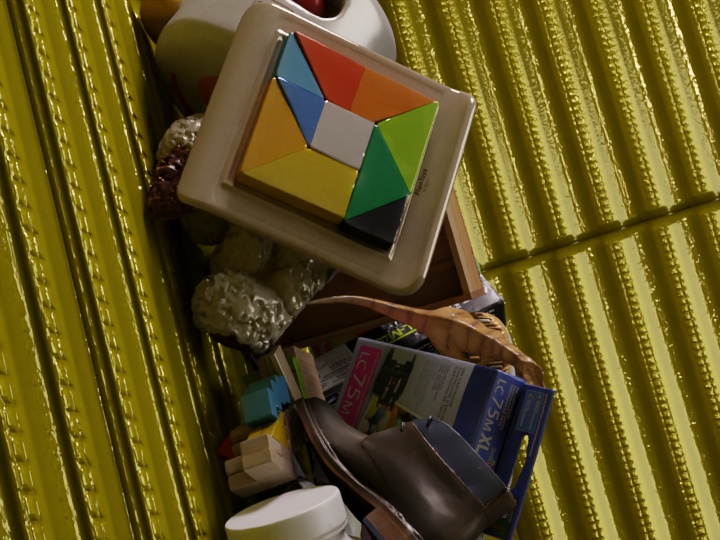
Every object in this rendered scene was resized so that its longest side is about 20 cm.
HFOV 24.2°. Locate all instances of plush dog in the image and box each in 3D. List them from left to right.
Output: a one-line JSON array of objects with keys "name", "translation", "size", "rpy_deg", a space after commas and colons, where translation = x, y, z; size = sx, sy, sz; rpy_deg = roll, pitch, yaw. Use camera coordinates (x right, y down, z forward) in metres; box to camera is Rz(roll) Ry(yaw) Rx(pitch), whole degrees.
[{"name": "plush dog", "translation": [-0.092, -0.052, 1.335], "size": [0.172, 0.160, 0.200], "rpy_deg": [45, 11, -8]}]

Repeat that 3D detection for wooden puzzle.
[{"name": "wooden puzzle", "translation": [-0.021, -0.098, 1.283], "size": [0.037, 0.198, 0.187], "rpy_deg": [127, -18, -64]}]

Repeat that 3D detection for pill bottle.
[{"name": "pill bottle", "translation": [-0.025, 0.260, 1.177], "size": [0.113, 0.112, 0.202], "rpy_deg": [-48, 122, -81]}]

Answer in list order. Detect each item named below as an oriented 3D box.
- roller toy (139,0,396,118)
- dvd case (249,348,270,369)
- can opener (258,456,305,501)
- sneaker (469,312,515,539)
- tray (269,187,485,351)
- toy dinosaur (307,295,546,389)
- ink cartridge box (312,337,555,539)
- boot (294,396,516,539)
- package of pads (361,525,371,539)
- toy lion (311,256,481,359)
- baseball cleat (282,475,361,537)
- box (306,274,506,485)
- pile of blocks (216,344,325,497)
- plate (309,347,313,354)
[{"name": "roller toy", "translation": [-0.076, -0.177, 1.417], "size": [0.200, 0.181, 0.140], "rpy_deg": [50, 59, -32]}, {"name": "dvd case", "translation": [-0.095, 0.013, 1.538], "size": [0.149, 0.016, 0.202], "rpy_deg": [64, 12, -56]}, {"name": "can opener", "translation": [-0.031, 0.207, 1.405], "size": [0.054, 0.066, 0.201], "rpy_deg": [-100, 170, -46]}, {"name": "sneaker", "translation": [0.103, 0.141, 1.421], "size": [0.088, 0.075, 0.202], "rpy_deg": [43, 56, -68]}, {"name": "tray", "translation": [0.000, 0.000, 1.437], "size": [0.037, 0.198, 0.100], "rpy_deg": [-18, 92, -65]}, {"name": "toy dinosaur", "translation": [0.067, 0.046, 1.352], "size": [0.061, 0.198, 0.106], "rpy_deg": [-68, 160, -9]}, {"name": "ink cartridge box", "translation": [0.052, 0.124, 1.270], "size": [0.042, 0.199, 0.121], "rpy_deg": [25, 81, -41]}, {"name": "boot", "translation": [0.029, 0.140, 1.212], "size": [0.200, 0.096, 0.075], "rpy_deg": [50, -11, 45]}, {"name": "package of pads", "translation": [0.045, 0.296, 1.554], "size": [0.201, 0.119, 0.076], "rpy_deg": [-92, 163, -62]}, {"name": "toy lion", "translation": [0.022, 0.039, 1.540], "size": [0.069, 0.190, 0.202], "rpy_deg": [-92, 167, -67]}, {"name": "baseball cleat", "translation": [-0.043, 0.256, 1.286], "size": [0.106, 0.069, 0.202], "rpy_deg": [30, 44, -39]}, {"name": "box", "translation": [0.043, 0.121, 1.512], "size": [0.048, 0.198, 0.194], "rpy_deg": [49, -22, 42]}, {"name": "pile of blocks", "translation": [-0.078, 0.111, 1.283], "size": [0.200, 0.062, 0.083], "rpy_deg": [-54, 122, -75]}, {"name": "plate", "translation": [0.007, -0.004, 1.588], "size": [0.032, 0.198, 0.202], "rpy_deg": [-49, 124, -56]}]
